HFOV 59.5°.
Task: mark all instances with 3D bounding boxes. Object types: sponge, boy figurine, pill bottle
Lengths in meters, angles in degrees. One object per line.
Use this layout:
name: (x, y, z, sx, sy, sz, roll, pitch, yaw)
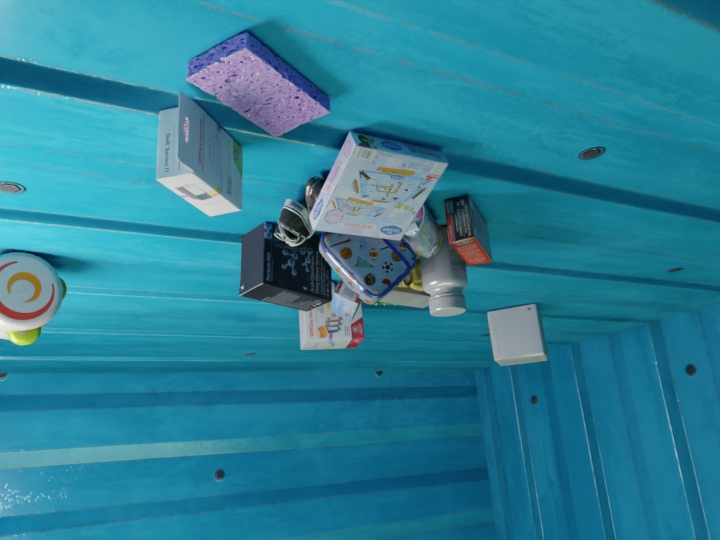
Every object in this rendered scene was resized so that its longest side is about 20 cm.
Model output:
sponge: (-0.140, -0.259, 0.902, 0.110, 0.030, 0.199, -15, 160, 28)
boy figurine: (0.156, -0.006, 1.632, 0.198, 0.127, 0.064, -13, -166, -37)
pill bottle: (0.205, 0.005, 1.549, 0.112, 0.204, 0.115, -4, 163, -1)

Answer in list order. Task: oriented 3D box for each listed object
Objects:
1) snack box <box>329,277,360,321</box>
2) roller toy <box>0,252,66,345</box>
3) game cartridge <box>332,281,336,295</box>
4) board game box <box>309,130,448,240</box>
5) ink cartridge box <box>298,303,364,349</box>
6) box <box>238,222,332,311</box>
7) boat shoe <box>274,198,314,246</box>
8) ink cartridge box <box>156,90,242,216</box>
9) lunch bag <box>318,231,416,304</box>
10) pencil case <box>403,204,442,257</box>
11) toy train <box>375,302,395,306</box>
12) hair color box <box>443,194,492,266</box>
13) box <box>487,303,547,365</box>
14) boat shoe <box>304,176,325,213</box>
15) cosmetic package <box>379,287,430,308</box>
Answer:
snack box: (0.000, 0.000, 1.474, 0.067, 0.202, 0.169, 23, 162, 1)
roller toy: (-0.800, 0.059, 1.461, 0.182, 0.202, 0.139, 39, 142, -24)
game cartridge: (-0.161, 0.071, 1.933, 0.196, 0.041, 0.133, -9, 166, 10)
board game box: (0.031, -0.148, 1.158, 0.197, 0.042, 0.201, 6, 134, -30)
ink cartridge box: (-0.101, 0.177, 2.095, 0.196, 0.148, 0.145, -2, 162, -13)
box: (-0.172, -0.004, 1.473, 0.198, 0.151, 0.106, 16, 153, -38)
boat shoe: (-0.139, -0.087, 1.315, 0.073, 0.069, 0.199, 30, 171, -1)
ink cartridge box: (-0.256, -0.176, 0.980, 0.066, 0.119, 0.200, -7, 163, 14)
lunch bag: (0.015, -0.043, 1.341, 0.160, 0.200, 0.076, -40, 172, -16)
pencil case: (0.127, -0.094, 1.401, 0.082, 0.092, 0.200, -10, 161, 16)
toy train: (0.117, 0.099, 2.099, 0.197, 0.043, 0.056, 3, 171, -24)
hair color box: (0.249, -0.087, 1.442, 0.060, 0.103, 0.200, -11, 161, 19)
box: (0.618, 0.257, 2.472, 0.197, 0.202, 0.171, -11, 162, 18)
boat shoe: (-0.079, -0.137, 1.279, 0.067, 0.072, 0.200, 33, 169, 3)
cosmetic package: (0.114, 0.031, 1.695, 0.198, 0.109, 0.090, 10, 151, -39)
